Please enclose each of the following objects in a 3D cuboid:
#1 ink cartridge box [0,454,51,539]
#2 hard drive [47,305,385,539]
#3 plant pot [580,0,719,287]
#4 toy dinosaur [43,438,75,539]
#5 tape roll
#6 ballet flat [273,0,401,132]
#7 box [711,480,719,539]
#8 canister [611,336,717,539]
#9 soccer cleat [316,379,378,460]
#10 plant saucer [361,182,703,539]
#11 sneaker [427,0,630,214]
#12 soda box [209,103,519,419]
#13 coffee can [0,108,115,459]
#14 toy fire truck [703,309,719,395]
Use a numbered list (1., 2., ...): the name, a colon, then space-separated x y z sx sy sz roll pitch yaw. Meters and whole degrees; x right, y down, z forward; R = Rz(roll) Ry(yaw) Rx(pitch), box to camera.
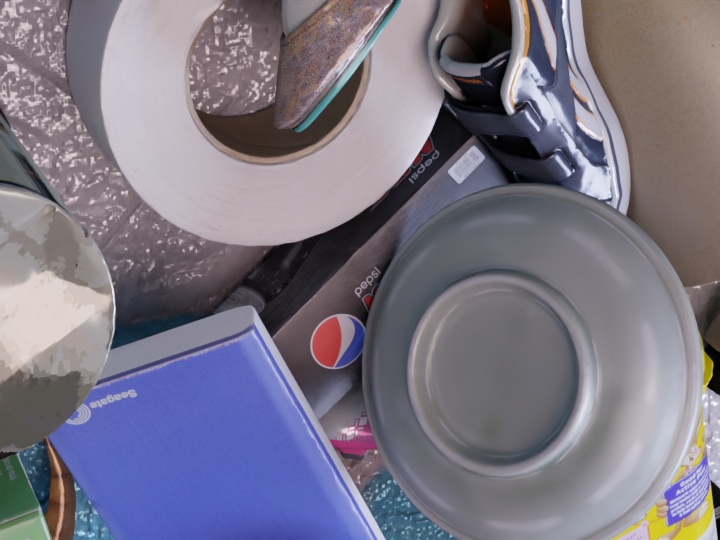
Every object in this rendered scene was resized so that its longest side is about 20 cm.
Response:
1. ink cartridge box: -0.249 0.203 1.480 0.199 0.084 0.146 -20 117 -10
2. hard drive: -0.079 0.114 1.515 0.131 0.025 0.201 -18 129 12
3. plant pot: 0.184 -0.128 1.545 0.187 0.187 0.200 -37 107 -4
4. toy dinosaur: -0.178 0.173 1.578 0.106 0.060 0.201 20 103 -27
5. tape roll: -0.055 -0.119 1.495 0.201 0.071 0.204 -9 115 -19
6. ballet flat: 0.003 -0.165 1.431 0.067 0.068 0.200 40 88 -12
7. box: 0.194 0.261 1.757 0.163 0.086 0.201 -27 120 -10
8. canister: 0.134 0.123 1.613 0.148 0.087 0.201 -26 138 -11
9. soccer cleat: 0.052 0.055 1.622 0.199 0.070 0.087 -7 111 -27
10. plant saucer: 0.081 0.054 1.477 0.050 0.199 0.201 -2 119 -62
11. sneaker: 0.084 -0.094 1.491 0.079 0.078 0.201 -36 121 -34
12. soda box: 0.000 0.000 1.569 0.200 0.071 0.063 -45 122 1
13. coffee can: -0.219 -0.010 1.398 0.145 0.200 0.147 -8 115 -19
14. toy fire truck: 0.324 0.074 1.663 0.175 0.200 0.129 28 100 -30
